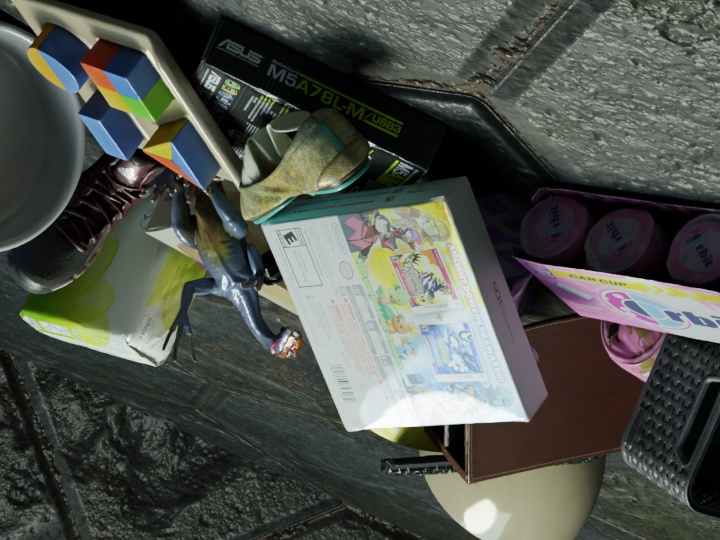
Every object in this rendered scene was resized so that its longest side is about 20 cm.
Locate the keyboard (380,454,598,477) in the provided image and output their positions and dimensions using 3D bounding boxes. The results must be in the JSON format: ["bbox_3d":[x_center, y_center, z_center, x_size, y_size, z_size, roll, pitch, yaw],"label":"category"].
[{"bbox_3d":[0.116,0.175,1.761,0.198,0.021,0.127,-3,175,-4],"label":"keyboard"}]

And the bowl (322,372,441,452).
[{"bbox_3d":[0.070,0.061,1.799,0.199,0.201,0.108,23,130,1],"label":"bowl"}]

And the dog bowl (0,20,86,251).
[{"bbox_3d":[-0.343,-0.117,1.674,0.200,0.201,0.079,32,166,-33],"label":"dog bowl"}]

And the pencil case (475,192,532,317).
[{"bbox_3d":[0.113,-0.004,1.626,0.085,0.085,0.200,-5,167,-3],"label":"pencil case"}]

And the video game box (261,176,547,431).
[{"bbox_3d":[0.035,0.030,1.529,0.181,0.047,0.201,-5,116,38],"label":"video game box"}]

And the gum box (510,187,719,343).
[{"bbox_3d":[0.223,-0.003,1.467,0.199,0.067,0.113,10,162,41],"label":"gum box"}]

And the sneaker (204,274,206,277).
[{"bbox_3d":[-0.203,-0.027,1.971,0.076,0.115,0.199,33,165,-28],"label":"sneaker"}]

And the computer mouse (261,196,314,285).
[{"bbox_3d":[0.000,0.000,1.666,0.199,0.110,0.044,30,152,36],"label":"computer mouse"}]

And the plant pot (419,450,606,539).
[{"bbox_3d":[0.178,0.175,2.019,0.199,0.201,0.135,25,130,-6],"label":"plant pot"}]

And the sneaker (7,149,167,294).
[{"bbox_3d":[-0.235,-0.069,1.731,0.076,0.200,0.115,43,153,-7],"label":"sneaker"}]

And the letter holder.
[{"bbox_3d":[0.165,0.085,1.694,0.199,0.143,0.101,-10,-153,-18],"label":"letter holder"}]

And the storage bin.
[{"bbox_3d":[0.324,0.129,1.544,0.199,0.136,0.094,17,-170,-32],"label":"storage bin"}]

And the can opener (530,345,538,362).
[{"bbox_3d":[0.054,0.039,1.580,0.199,0.067,0.053,29,165,8],"label":"can opener"}]

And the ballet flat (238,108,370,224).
[{"bbox_3d":[-0.054,-0.084,1.461,0.070,0.071,0.200,28,164,-18],"label":"ballet flat"}]

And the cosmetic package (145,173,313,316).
[{"bbox_3d":[-0.084,-0.036,1.764,0.199,0.106,0.071,27,167,-23],"label":"cosmetic package"}]

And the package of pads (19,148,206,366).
[{"bbox_3d":[-0.216,-0.017,1.840,0.154,0.201,0.068,13,161,36],"label":"package of pads"}]

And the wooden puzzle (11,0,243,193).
[{"bbox_3d":[-0.191,-0.137,1.543,0.199,0.046,0.186,26,159,38],"label":"wooden puzzle"}]

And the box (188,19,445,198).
[{"bbox_3d":[-0.048,-0.114,1.538,0.192,0.048,0.200,23,165,-8],"label":"box"}]

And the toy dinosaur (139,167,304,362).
[{"bbox_3d":[-0.101,-0.015,1.659,0.104,0.201,0.182,-9,134,32],"label":"toy dinosaur"}]

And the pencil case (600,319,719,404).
[{"bbox_3d":[0.292,0.077,1.612,0.199,0.087,0.083,31,174,-32],"label":"pencil case"}]
